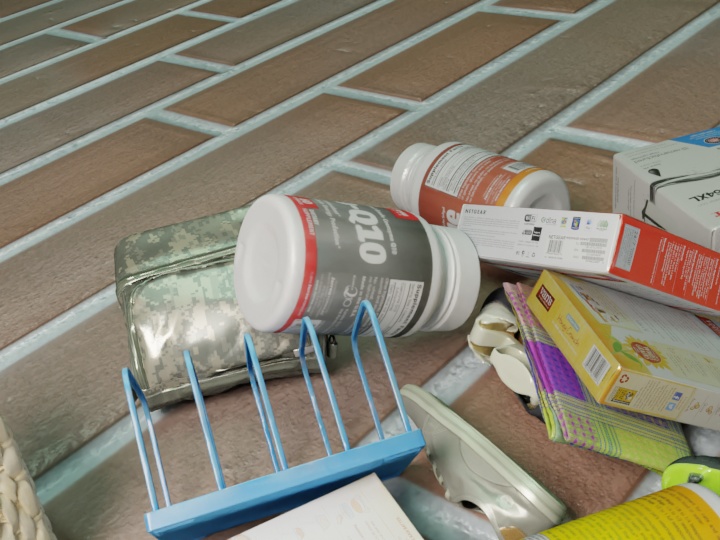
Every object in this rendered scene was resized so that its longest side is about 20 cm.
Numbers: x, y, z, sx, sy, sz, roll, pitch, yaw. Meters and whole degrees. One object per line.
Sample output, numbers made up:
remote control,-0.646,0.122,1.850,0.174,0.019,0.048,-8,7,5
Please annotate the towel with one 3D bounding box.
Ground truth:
towel,0.194,0.087,0.777,0.142,0.023,0.201,20,31,-19

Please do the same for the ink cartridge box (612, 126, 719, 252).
ink cartridge box,0.380,-0.068,1.009,0.144,0.085,0.200,-14,31,-10

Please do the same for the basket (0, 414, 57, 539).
basket,-0.340,0.185,0.668,0.160,0.202,0.198,19,41,35

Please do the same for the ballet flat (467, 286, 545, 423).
ballet flat,0.139,0.070,0.850,0.072,0.074,0.200,-15,34,-11

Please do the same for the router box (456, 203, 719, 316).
router box,0.212,-0.010,0.851,0.178,0.049,0.199,16,-3,-33

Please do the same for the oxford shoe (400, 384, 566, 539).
oxford shoe,0.080,0.151,0.750,0.058,0.075,0.200,-52,37,0

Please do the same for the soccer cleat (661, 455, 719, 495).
soccer cleat,0.314,0.172,0.662,0.198,0.068,0.081,13,21,29

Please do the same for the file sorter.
file sorter,-0.071,0.118,0.724,0.198,0.139,0.124,-16,72,-11

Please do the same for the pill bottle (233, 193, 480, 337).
pill bottle,0.000,0.000,0.828,0.198,0.115,0.114,5,21,-33

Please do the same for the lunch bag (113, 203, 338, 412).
lunch bag,-0.132,0.044,0.917,0.198,0.140,0.169,-13,47,-6

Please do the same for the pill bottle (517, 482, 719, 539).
pill bottle,0.177,0.202,0.592,0.198,0.110,0.109,-16,31,-11

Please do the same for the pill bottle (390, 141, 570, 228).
pill bottle,0.128,-0.080,1.068,0.112,0.113,0.199,-28,35,-30

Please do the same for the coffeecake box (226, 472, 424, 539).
coffeecake box,-0.041,0.241,0.619,0.198,0.074,0.153,-20,33,-18

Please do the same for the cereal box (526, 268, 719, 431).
cereal box,0.248,0.071,0.771,0.198,0.040,0.144,16,24,-22
